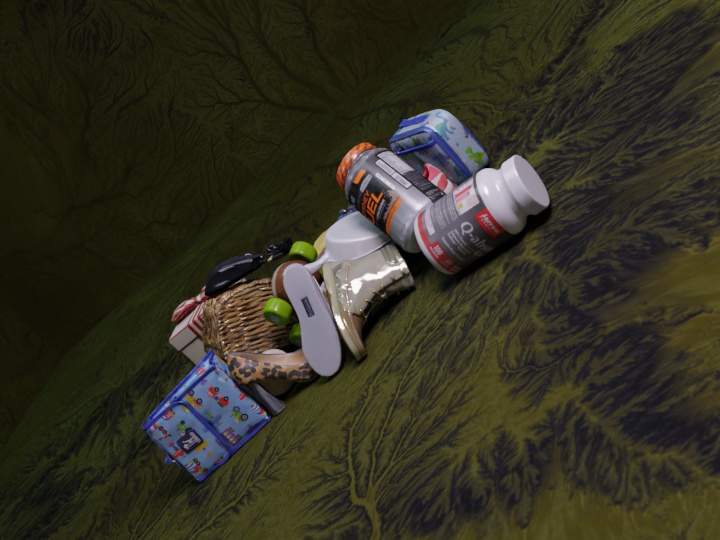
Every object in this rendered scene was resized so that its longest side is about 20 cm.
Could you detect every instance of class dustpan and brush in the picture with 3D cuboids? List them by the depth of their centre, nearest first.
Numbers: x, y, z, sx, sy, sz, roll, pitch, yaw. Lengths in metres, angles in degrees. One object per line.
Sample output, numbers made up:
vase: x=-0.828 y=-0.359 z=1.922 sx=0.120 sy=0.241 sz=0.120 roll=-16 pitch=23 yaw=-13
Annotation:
dustpan and brush: x=-0.041 y=-0.041 z=1.578 sx=0.198 sy=0.058 sz=0.139 roll=-22 pitch=29 yaw=-20

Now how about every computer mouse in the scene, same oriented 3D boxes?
computer mouse: x=-0.221 y=-0.018 z=1.687 sx=0.199 sy=0.046 sz=0.140 roll=-31 pitch=-2 yaw=21

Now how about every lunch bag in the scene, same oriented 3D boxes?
lunch bag: x=-0.288 y=0.276 z=1.554 sx=0.200 sy=0.151 sz=0.094 roll=-44 pitch=17 yaw=0
lunch bag: x=0.151 y=-0.241 z=1.709 sx=0.083 sy=0.161 sz=0.199 roll=-48 pitch=19 yaw=-16

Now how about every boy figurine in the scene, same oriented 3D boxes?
boy figurine: x=-0.063 y=-0.065 z=1.959 sx=0.124 sy=0.064 sz=0.201 roll=-21 pitch=30 yaw=52

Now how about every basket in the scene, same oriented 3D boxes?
basket: x=-0.219 y=0.090 z=1.711 sx=0.198 sy=0.145 sz=0.149 roll=-15 pitch=6 yaw=-25

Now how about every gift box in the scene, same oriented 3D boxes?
gift box: x=-0.311 y=0.115 z=1.907 sx=0.184 sy=0.187 sz=0.201 roll=-38 pitch=19 yaw=17

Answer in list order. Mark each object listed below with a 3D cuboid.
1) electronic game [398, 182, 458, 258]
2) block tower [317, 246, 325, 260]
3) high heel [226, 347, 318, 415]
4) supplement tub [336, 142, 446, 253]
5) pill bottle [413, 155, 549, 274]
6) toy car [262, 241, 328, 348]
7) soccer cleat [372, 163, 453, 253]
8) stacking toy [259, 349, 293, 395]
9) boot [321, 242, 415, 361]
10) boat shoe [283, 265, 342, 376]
electronic game: x=0.118 y=-0.096 z=1.659 sx=0.199 sy=0.042 sz=0.201 roll=-40 pitch=18 yaw=15
block tower: x=-0.018 y=-0.040 z=1.817 sx=0.199 sy=0.054 sz=0.058 roll=-20 pitch=30 yaw=52
high heel: x=-0.137 y=0.143 z=1.524 sx=0.200 sy=0.143 sz=0.071 roll=-47 pitch=18 yaw=-7
supplement tub: x=0.057 y=-0.134 z=1.511 sx=0.122 sy=0.200 sz=0.123 roll=-35 pitch=-30 yaw=-25
pill bottle: x=0.192 y=-0.089 z=1.352 sx=0.199 sy=0.116 sz=0.116 roll=-35 pitch=20 yaw=30
toy car: x=-0.057 y=0.040 z=1.598 sx=0.198 sy=0.158 sz=0.166 roll=-9 pitch=47 yaw=42
soccer cleat: x=0.083 y=-0.112 z=1.598 sx=0.200 sy=0.073 sz=0.068 roll=-44 pitch=25 yaw=6
stacking toy: x=-0.192 y=0.200 z=1.652 sx=0.086 sy=0.085 sz=0.200 roll=-51 pitch=11 yaw=-20
boot: x=0.023 y=0.049 z=1.473 sx=0.153 sy=0.072 sz=0.202 roll=-18 pitch=54 yaw=0
boat shoe: x=-0.079 y=0.088 z=1.501 sx=0.071 sy=0.202 sz=0.066 roll=-28 pitch=-11 yaw=12
